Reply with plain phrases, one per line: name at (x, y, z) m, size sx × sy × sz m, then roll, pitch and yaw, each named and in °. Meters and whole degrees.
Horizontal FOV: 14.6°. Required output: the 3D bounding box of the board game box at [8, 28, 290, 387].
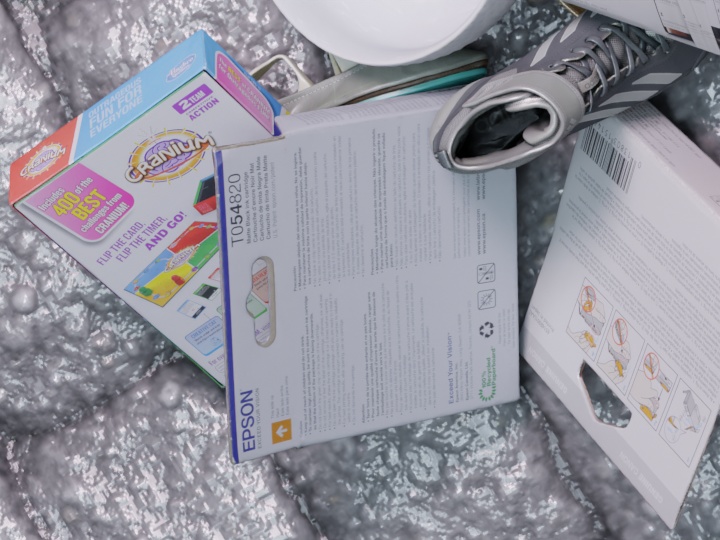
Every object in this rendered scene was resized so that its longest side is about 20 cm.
board game box at (-0.088, -0.033, 1.687) m, size 0.153 × 0.040 × 0.200 m, roll -33°, pitch 126°, yaw 19°

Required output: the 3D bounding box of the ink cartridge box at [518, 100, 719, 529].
ink cartridge box at (0.173, 0.021, 1.627) m, size 0.045 × 0.200 × 0.176 m, roll -2°, pitch 122°, yaw -28°

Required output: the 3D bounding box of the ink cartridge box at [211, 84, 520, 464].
ink cartridge box at (0.000, 0.000, 1.659) m, size 0.200 × 0.041 × 0.200 m, roll -11°, pitch 111°, yaw -26°

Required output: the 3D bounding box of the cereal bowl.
cereal bowl at (0.030, -0.220, 1.645) m, size 0.200 × 0.083 × 0.200 m, roll 8°, pitch 103°, yaw 37°

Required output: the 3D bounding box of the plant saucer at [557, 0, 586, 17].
plant saucer at (0.189, -0.228, 1.646) m, size 0.200 × 0.035 × 0.200 m, roll 2°, pitch 101°, yaw 13°

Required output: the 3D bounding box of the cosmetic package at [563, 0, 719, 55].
cosmetic package at (0.168, -0.167, 1.504) m, size 0.200 × 0.051 × 0.083 m, roll 24°, pitch 148°, yaw 39°

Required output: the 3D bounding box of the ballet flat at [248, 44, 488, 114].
ballet flat at (-0.021, -0.110, 1.704) m, size 0.200 × 0.067 × 0.064 m, roll -23°, pitch 83°, yaw 15°

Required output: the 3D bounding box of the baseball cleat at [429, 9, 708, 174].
baseball cleat at (0.132, -0.108, 1.590) m, size 0.200 × 0.106 × 0.070 m, roll -35°, pitch 100°, yaw 3°
